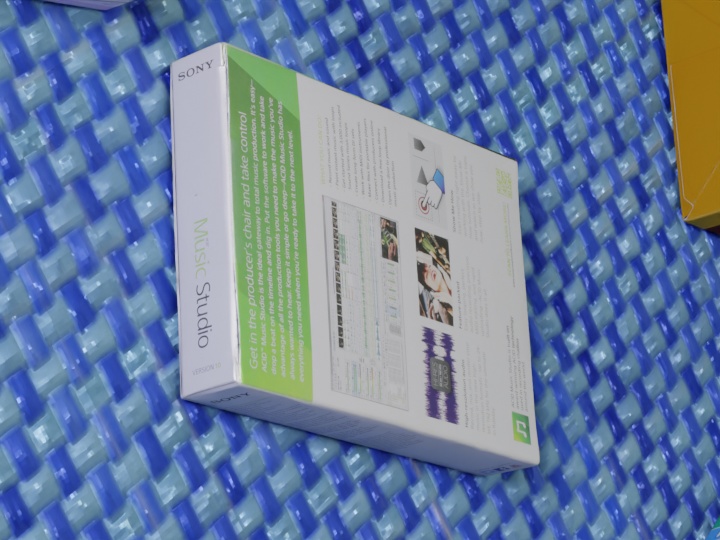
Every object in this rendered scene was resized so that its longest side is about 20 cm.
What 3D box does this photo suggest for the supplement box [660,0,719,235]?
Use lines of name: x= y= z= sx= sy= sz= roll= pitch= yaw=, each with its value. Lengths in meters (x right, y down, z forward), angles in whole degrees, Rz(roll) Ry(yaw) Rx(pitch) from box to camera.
supplement box: x=0.296 y=-0.090 z=1.413 sx=0.200 sy=0.197 sz=0.133 roll=17 pitch=63 yaw=-47

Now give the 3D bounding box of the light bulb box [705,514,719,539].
light bulb box: x=0.241 y=0.215 z=1.281 sx=0.199 sy=0.125 sz=0.200 roll=59 pitch=39 yaw=-17

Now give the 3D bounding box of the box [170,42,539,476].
box: x=0.000 y=0.000 z=1.132 sx=0.200 sy=0.036 sz=0.145 roll=20 pitch=61 yaw=-49

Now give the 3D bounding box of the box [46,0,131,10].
box: x=-0.150 y=-0.128 z=0.985 sx=0.200 sy=0.041 sz=0.039 roll=4 pitch=73 yaw=-53
